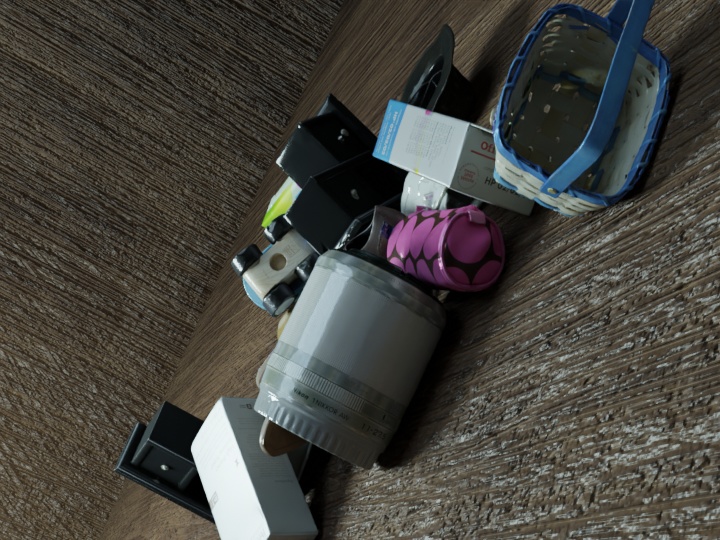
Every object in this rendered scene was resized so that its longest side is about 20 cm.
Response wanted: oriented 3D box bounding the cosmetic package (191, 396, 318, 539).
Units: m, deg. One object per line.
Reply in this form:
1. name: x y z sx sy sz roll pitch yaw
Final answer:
1. cosmetic package: -0.132 0.263 1.227 0.102 0.073 0.202 -58 42 30

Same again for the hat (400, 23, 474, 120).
1. hat: 0.119 -0.246 1.458 0.200 0.080 0.204 -160 89 -77

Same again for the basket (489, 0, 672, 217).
1. basket: 0.188 -0.139 0.849 0.179 0.137 0.200 -66 4 -20

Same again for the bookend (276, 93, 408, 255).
1. bookend: -0.041 -0.126 1.389 0.093 0.200 0.198 -52 -12 33

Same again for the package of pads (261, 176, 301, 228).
1. package of pads: -0.055 -0.106 1.674 0.200 0.153 0.069 -43 25 52

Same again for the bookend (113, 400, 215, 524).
1. bookend: -0.239 0.268 1.538 0.200 0.197 0.093 -49 16 40

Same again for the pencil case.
1. pencil case: 0.090 -0.026 1.112 0.200 0.089 0.095 -172 101 -73

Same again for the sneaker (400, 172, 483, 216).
1. sneaker: 0.098 -0.091 1.232 0.200 0.074 0.101 -42 23 56

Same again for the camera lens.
1. camera lens: -0.009 0.090 1.098 0.203 0.158 0.160 -63 13 -7

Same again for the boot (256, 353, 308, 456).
1. boot: -0.084 0.142 1.240 0.200 0.071 0.145 -44 23 -30

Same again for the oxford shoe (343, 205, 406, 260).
1. oxford shoe: 0.000 0.000 1.277 0.201 0.072 0.072 -57 14 28

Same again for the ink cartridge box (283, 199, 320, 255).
1. ink cartridge box: -0.027 -0.084 1.494 0.039 0.099 0.200 -49 -6 33

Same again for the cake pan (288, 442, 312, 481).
1. cake pan: -0.088 0.208 1.360 0.200 0.036 0.204 -162 89 -82

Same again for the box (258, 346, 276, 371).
1. box: -0.058 0.077 1.441 0.137 0.039 0.200 -41 -6 -37

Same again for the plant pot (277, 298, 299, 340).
1. plant pot: -0.055 0.032 1.505 0.200 0.027 0.200 -45 -3 -3

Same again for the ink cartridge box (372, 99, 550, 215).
1. ink cartridge box: 0.113 -0.115 1.054 0.199 0.113 0.069 31 104 57

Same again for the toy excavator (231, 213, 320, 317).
1. toy excavator: -0.083 -0.015 1.514 0.194 0.100 0.200 -42 -12 -5
